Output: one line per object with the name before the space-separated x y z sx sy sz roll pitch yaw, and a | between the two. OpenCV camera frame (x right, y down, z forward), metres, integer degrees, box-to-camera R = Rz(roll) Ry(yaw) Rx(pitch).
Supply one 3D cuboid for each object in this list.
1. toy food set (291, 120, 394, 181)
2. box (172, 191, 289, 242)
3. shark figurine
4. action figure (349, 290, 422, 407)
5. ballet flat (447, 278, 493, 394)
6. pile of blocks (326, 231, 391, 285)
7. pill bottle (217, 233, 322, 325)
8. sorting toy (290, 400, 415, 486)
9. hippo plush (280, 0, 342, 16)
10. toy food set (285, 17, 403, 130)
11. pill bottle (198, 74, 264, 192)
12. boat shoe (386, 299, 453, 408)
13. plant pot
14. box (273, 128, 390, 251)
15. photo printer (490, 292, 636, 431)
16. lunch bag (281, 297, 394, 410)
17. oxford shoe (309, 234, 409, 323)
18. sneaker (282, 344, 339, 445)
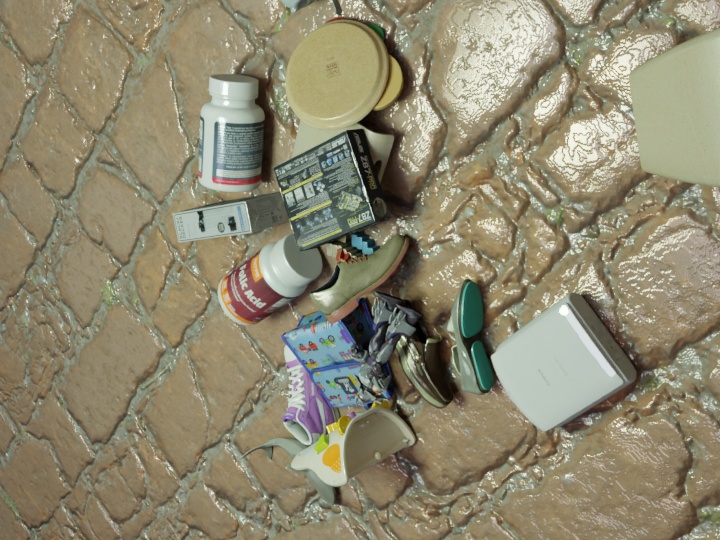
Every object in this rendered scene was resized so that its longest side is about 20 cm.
toy food set | -0.036 -0.218 1.648 0.200 0.060 0.144 37 125 30
box | -0.250 -0.102 1.794 0.199 0.116 0.060 -6 100 38
shark figurine | -0.139 0.379 1.875 0.214 0.089 0.129 25 116 26
action figure | 0.029 0.143 1.605 0.130 0.069 0.201 33 105 54
ballet flat | 0.176 0.114 1.580 0.064 0.067 0.201 -3 101 44
pile of blocks | -0.025 -0.047 1.680 0.200 0.062 0.082 43 124 18
pill bottle | -0.171 0.016 1.771 0.200 0.114 0.115 -34 83 38
sorting toy | -0.035 0.321 1.716 0.180 0.200 0.107 -27 84 42
hippo plush | -0.068 -0.497 1.555 0.161 0.159 0.201 167 100 -68
toy food set | -0.037 -0.333 1.578 0.200 0.049 0.199 -32 70 16
pill bottle | -0.239 -0.257 1.737 0.119 0.119 0.201 19 114 31
boat shoe | 0.108 0.142 1.634 0.075 0.075 0.203 -39 79 31
plant pot | 0.463 -0.212 1.204 0.177 0.199 0.201 0 104 47
box | -0.053 -0.135 1.612 0.200 0.049 0.162 -20 85 43
photo printer | 0.312 0.153 1.489 0.200 0.069 0.167 -41 78 36
lunch bag | -0.028 0.171 1.745 0.150 0.094 0.201 -18 105 36
oxford shoe | 0.000 0.000 1.611 0.075 0.200 0.070 47 173 -14
sneaker | -0.115 0.236 1.797 0.073 0.114 0.201 -27 86 39
